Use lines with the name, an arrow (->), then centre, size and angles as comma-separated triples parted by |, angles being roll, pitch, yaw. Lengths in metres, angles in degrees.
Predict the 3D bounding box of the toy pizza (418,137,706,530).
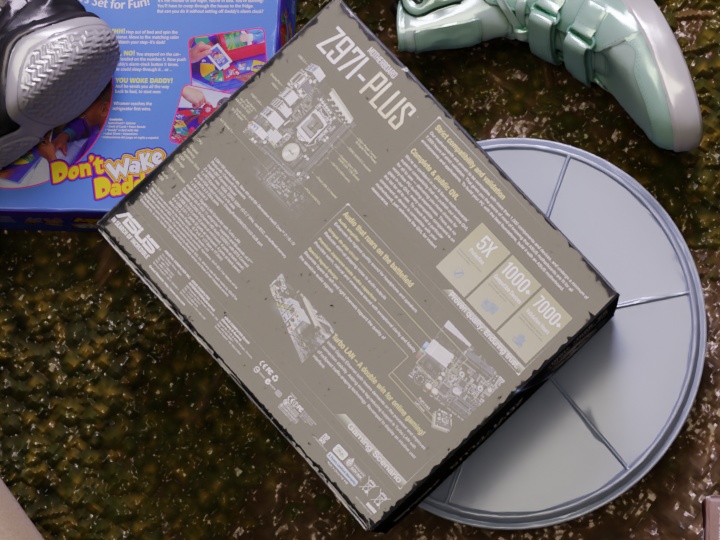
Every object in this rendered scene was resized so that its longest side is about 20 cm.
toy pizza -> 0.077, 0.032, 1.027 | 0.198, 0.032, 0.202 | -2, 78, 10

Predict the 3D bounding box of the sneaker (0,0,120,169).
sneaker -> -0.230, -0.098, 1.036 | 0.199, 0.076, 0.114 | -34, 74, -6

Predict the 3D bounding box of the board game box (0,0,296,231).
board game box -> -0.138, -0.091, 1.080 | 0.198, 0.045, 0.136 | 2, 78, 9

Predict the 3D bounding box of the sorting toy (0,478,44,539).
sorting toy -> -0.280, 0.150, 1.041 | 0.199, 0.036, 0.186 | -37, 86, -2

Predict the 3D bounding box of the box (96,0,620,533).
box -> 0.000, 0.000, 0.977 | 0.164, 0.086, 0.200 | -44, 81, -2

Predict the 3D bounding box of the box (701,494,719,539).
box -> 0.259, 0.164, 0.950 | 0.198, 0.075, 0.101 | 3, 77, 11

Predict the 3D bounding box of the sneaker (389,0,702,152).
sneaker -> 0.085, -0.118, 1.036 | 0.118, 0.074, 0.201 | -31, 65, -6
